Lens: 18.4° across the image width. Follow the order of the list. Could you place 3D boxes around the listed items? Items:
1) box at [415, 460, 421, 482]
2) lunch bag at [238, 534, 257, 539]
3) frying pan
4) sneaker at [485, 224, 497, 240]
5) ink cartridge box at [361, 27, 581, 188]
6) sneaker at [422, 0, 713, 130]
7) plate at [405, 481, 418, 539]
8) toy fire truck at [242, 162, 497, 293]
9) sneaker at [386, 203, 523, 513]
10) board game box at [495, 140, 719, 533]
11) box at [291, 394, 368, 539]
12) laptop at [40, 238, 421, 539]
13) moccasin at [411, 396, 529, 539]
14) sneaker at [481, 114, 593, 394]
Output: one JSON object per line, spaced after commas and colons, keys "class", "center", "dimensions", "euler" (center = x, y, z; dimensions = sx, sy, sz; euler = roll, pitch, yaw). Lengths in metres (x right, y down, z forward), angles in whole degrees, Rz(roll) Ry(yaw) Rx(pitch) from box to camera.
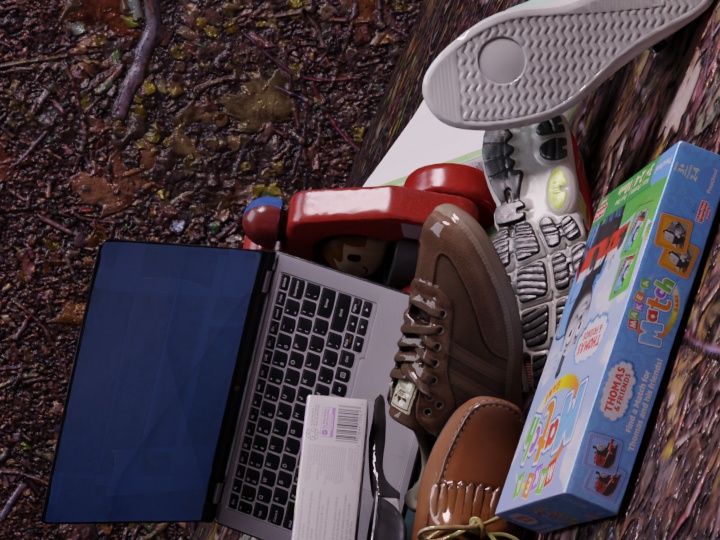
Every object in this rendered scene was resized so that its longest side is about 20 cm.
{"class": "box", "center": [0.050, 0.187, 1.500], "dimensions": [0.156, 0.041, 0.201], "euler": [116, 172, -46]}
{"class": "lunch bag", "center": [-0.076, 0.296, 1.699], "dimensions": [0.200, 0.138, 0.169], "euler": [117, 164, -53]}
{"class": "frying pan", "center": [0.010, 0.170, 1.324], "dimensions": [0.190, 0.031, 0.116], "euler": [-80, -1, -64]}
{"class": "sneaker", "center": [0.109, -0.027, 1.575], "dimensions": [0.090, 0.067, 0.200], "euler": [-62, 10, 12]}
{"class": "ink cartridge box", "center": [0.094, -0.115, 1.581], "dimensions": [0.145, 0.048, 0.200], "euler": [-19, 28, 46]}
{"class": "sneaker", "center": [0.129, -0.143, 1.436], "dimensions": [0.199, 0.074, 0.118], "euler": [-26, 3, -4]}
{"class": "plate", "center": [-0.002, 0.234, 1.501], "dimensions": [0.200, 0.025, 0.201], "euler": [-159, 90, -86]}
{"class": "toy fire truck", "center": [0.000, 0.000, 1.478], "dimensions": [0.200, 0.167, 0.113], "euler": [109, 168, -64]}
{"class": "sneaker", "center": [0.053, 0.061, 1.345], "dimensions": [0.070, 0.075, 0.201], "euler": [28, 134, 53]}
{"class": "board game box", "center": [0.138, 0.041, 1.228], "dimensions": [0.151, 0.036, 0.201], "euler": [135, 155, -75]}
{"class": "box", "center": [-0.023, 0.174, 1.329], "dimensions": [0.039, 0.041, 0.201], "euler": [89, -174, -67]}
{"class": "laptop", "center": [-0.069, 0.091, 1.384], "dimensions": [0.116, 0.199, 0.189], "euler": [-22, -52, -68]}
{"class": "moccasin", "center": [0.058, 0.173, 1.300], "dimensions": [0.078, 0.073, 0.203], "euler": [152, 138, -77]}
{"class": "sneaker", "center": [0.126, -0.010, 1.414], "dimensions": [0.085, 0.077, 0.201], "euler": [42, -136, -52]}
